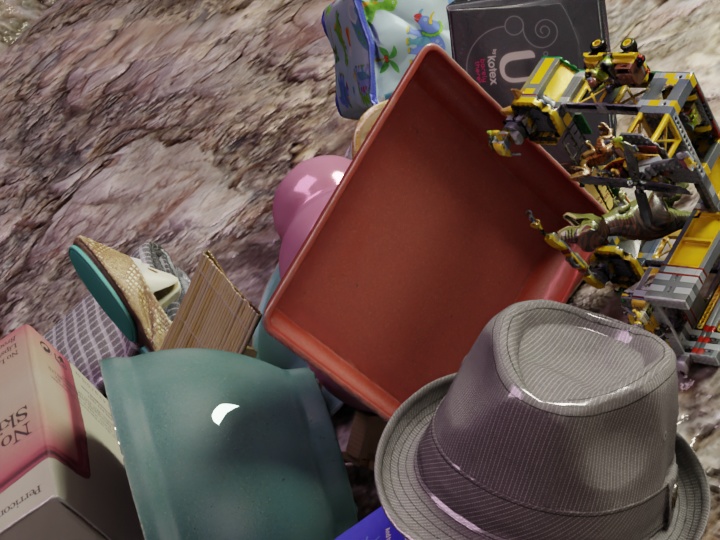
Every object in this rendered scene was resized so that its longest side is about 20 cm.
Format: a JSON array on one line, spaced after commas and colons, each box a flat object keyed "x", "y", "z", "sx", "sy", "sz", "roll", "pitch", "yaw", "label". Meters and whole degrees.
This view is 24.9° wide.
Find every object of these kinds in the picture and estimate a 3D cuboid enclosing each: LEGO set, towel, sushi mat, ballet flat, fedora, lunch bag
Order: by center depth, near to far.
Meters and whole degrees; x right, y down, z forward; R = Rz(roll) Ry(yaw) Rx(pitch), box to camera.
[{"x": 0.104, "y": 0.077, "z": 0.853, "sx": 0.176, "sy": 0.091, "sz": 0.200, "roll": 24, "pitch": 28, "yaw": 24, "label": "fedora"}, {"x": 0.154, "y": -0.026, "z": 0.972, "sx": 0.153, "sy": 0.201, "sz": 0.116, "roll": 13, "pitch": 57, "yaw": 37, "label": "LEGO set"}, {"x": -0.139, "y": 0.093, "z": 1.261, "sx": 0.096, "sy": 0.012, "sz": 0.201, "roll": 43, "pitch": 113, "yaw": 43, "label": "sushi mat"}, {"x": -0.163, "y": 0.045, "z": 1.339, "sx": 0.065, "sy": 0.201, "sz": 0.071, "roll": -31, "pitch": -11, "yaw": -19, "label": "ballet flat"}, {"x": 0.081, "y": -0.191, "z": 1.374, "sx": 0.198, "sy": 0.129, "sz": 0.170, "roll": -12, "pitch": 6, "yaw": -11, "label": "lunch bag"}, {"x": -0.217, "y": 0.072, "z": 1.466, "sx": 0.165, "sy": 0.086, "sz": 0.200, "roll": -41, "pitch": 24, "yaw": 4, "label": "towel"}]

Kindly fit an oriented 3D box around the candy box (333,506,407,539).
[{"x": 0.027, "y": 0.205, "z": 0.887, "sx": 0.199, "sy": 0.077, "sz": 0.169, "roll": -37, "pitch": 23, "yaw": 13, "label": "candy box"}]

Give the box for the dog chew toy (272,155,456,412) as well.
[{"x": 0.000, "y": 0.000, "z": 1.132, "sx": 0.124, "sy": 0.124, "sz": 0.201, "roll": -36, "pitch": 54, "yaw": 10, "label": "dog chew toy"}]

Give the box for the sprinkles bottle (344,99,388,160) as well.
[{"x": 0.022, "y": -0.089, "z": 1.310, "sx": 0.068, "sy": 0.068, "sz": 0.200, "roll": -43, "pitch": 0, "yaw": -4, "label": "sprinkles bottle"}]

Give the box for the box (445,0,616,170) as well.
[{"x": 0.126, "y": -0.143, "z": 1.165, "sx": 0.105, "sy": 0.124, "sz": 0.200, "roll": -6, "pitch": 11, "yaw": 10, "label": "box"}]

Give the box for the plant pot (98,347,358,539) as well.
[{"x": -0.078, "y": 0.137, "z": 1.053, "sx": 0.133, "sy": 0.202, "sz": 0.200, "roll": -15, "pitch": 22, "yaw": -9, "label": "plant pot"}]

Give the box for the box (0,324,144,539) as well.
[{"x": -0.233, "y": 0.155, "z": 1.110, "sx": 0.127, "sy": 0.109, "sz": 0.200, "roll": -36, "pitch": 34, "yaw": 5, "label": "box"}]

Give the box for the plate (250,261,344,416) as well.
[{"x": -0.036, "y": 0.029, "z": 1.254, "sx": 0.200, "sy": 0.025, "sz": 0.202, "roll": -39, "pitch": 38, "yaw": 40, "label": "plate"}]

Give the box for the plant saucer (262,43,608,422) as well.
[{"x": 0.045, "y": -0.005, "z": 1.015, "sx": 0.037, "sy": 0.200, "sz": 0.201, "roll": 16, "pitch": 72, "yaw": 53, "label": "plant saucer"}]

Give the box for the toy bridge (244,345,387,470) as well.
[{"x": -0.048, "y": 0.110, "z": 1.180, "sx": 0.199, "sy": 0.027, "sz": 0.068, "roll": 22, "pitch": 99, "yaw": 51, "label": "toy bridge"}]

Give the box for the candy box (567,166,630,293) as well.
[{"x": 0.096, "y": -0.025, "z": 1.194, "sx": 0.117, "sy": 0.057, "sz": 0.199, "roll": -49, "pitch": 26, "yaw": -16, "label": "candy box"}]
